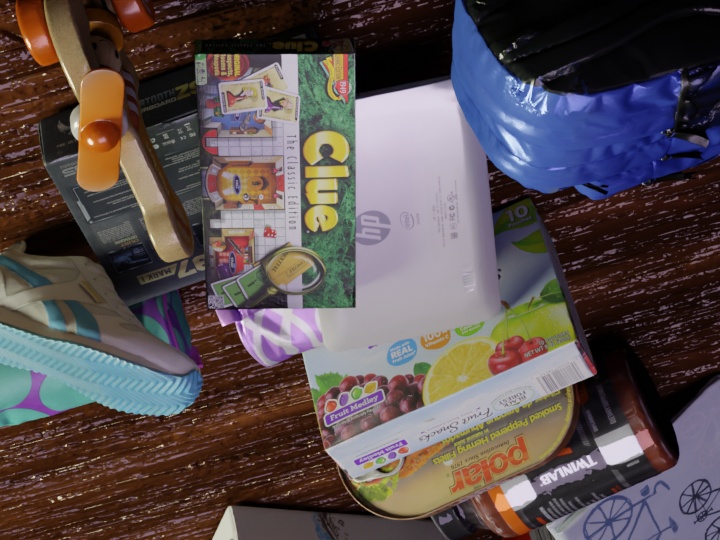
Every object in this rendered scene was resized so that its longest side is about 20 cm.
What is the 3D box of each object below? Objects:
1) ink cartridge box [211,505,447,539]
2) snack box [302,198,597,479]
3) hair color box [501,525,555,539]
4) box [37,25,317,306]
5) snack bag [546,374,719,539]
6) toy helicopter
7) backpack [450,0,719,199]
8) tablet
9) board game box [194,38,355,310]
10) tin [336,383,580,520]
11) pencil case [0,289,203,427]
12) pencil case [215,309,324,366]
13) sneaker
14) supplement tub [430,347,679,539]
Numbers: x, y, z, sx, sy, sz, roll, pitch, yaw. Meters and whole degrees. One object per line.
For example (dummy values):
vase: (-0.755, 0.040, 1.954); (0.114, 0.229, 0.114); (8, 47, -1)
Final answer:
ink cartridge box: (-0.031, 0.303, 1.853); (0.200, 0.146, 0.147); (7, 134, -21)
snack box: (0.058, 0.049, 1.605); (0.200, 0.142, 0.053); (-24, 138, 11)
hair color box: (0.196, 0.293, 1.966); (0.101, 0.061, 0.200); (-18, 138, 3)
box: (-0.100, -0.069, 1.504); (0.200, 0.051, 0.158); (-19, 137, 5)
snack bag: (0.264, 0.195, 1.861); (0.200, 0.021, 0.189); (-44, 134, -4)
toy helicopter: (-0.148, -0.089, 1.375); (0.079, 0.132, 0.200); (-20, 116, 6)
backpack: (0.160, -0.129, 1.399); (0.200, 0.163, 0.168); (-16, 139, -19)
tablet: (0.026, -0.036, 1.498); (0.130, 0.014, 0.200); (-12, 124, -6)
board game box: (-0.054, -0.061, 1.449); (0.105, 0.023, 0.200); (-2, 124, -3)
tin: (0.077, 0.123, 1.714); (0.200, 0.112, 0.042); (-25, 161, 13)
pencil case: (-0.221, 0.067, 1.594); (0.200, 0.085, 0.092); (-16, 139, 1)
pencil case: (0.000, 0.000, 1.578); (0.200, 0.084, 0.085); (-26, 171, 12)
sneaker: (-0.187, 0.036, 1.502); (0.200, 0.081, 0.077); (21, 149, 26)
supplement tub: (0.147, 0.148, 1.762); (0.200, 0.107, 0.107); (-26, 137, 13)
